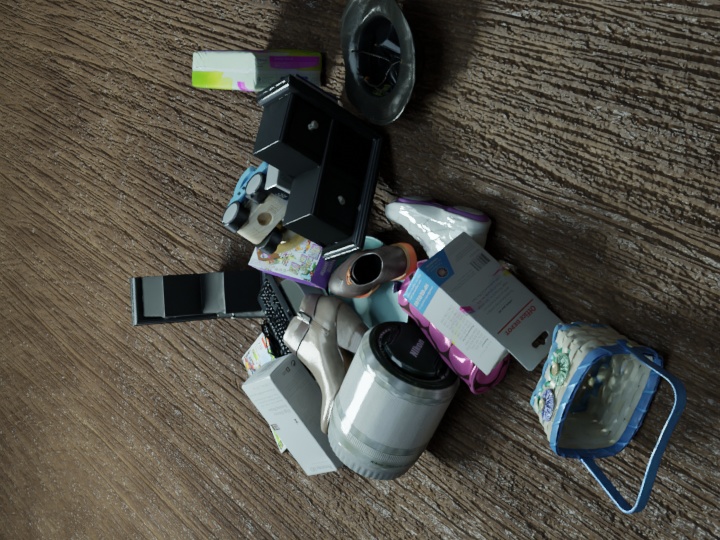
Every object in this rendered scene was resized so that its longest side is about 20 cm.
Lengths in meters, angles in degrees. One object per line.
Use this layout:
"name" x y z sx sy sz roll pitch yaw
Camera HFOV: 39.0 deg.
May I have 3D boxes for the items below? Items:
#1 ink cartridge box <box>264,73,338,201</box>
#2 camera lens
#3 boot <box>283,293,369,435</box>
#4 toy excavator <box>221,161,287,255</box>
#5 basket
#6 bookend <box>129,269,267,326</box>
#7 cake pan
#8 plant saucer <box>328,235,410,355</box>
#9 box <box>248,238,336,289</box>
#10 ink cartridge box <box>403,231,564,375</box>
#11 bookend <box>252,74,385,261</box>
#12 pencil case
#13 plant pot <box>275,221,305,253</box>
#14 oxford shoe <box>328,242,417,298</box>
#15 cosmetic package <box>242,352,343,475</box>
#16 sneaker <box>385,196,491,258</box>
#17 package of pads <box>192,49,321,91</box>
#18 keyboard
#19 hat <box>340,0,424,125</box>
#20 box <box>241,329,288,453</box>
"ink cartridge box" -0.094 -0.206 1.646 0.039 0.098 0.204 -15 59 47
"camera lens" 0.048 0.191 1.527 0.160 0.158 0.202 49 128 35
"boot" -0.064 0.142 1.642 0.144 0.070 0.203 25 91 25
"toy excavator" -0.150 -0.160 1.700 0.195 0.099 0.201 -46 33 19
"basket" 0.301 0.168 1.235 0.200 0.137 0.180 43 125 50
"bookend" -0.295 0.050 1.896 0.198 0.196 0.094 -4 89 49
"cake pan" -0.101 0.100 1.765 0.199 0.036 0.205 26 120 57
"plant saucer" 0.022 0.045 1.638 0.198 0.035 0.205 7 99 50
"box" -0.102 -0.053 1.725 0.198 0.039 0.139 14 81 52
"ink cartridge box" 0.169 0.056 1.369 0.200 0.115 0.068 43 139 14
"bookend" -0.077 -0.153 1.547 0.091 0.198 0.202 -16 54 49
"pencil case" 0.134 0.079 1.467 0.200 0.090 0.095 48 138 32
"plant pot" -0.120 -0.129 1.734 0.198 0.027 0.204 -26 53 39
"oxford shoe" 0.000 0.000 1.575 0.199 0.072 0.073 -26 75 50
"cosmetic package" -0.100 0.244 1.713 0.101 0.074 0.202 -23 105 52
"sneaker" 0.103 -0.054 1.498 0.198 0.074 0.102 20 109 47
"package of pads" -0.175 -0.344 1.740 0.198 0.153 0.070 15 109 47
"keyboard" -0.144 0.109 1.766 0.202 0.039 0.105 60 144 36
"hat" 0.049 -0.325 1.531 0.199 0.080 0.205 24 120 51
"box" -0.146 0.217 1.862 0.110 0.034 0.202 -49 58 41
